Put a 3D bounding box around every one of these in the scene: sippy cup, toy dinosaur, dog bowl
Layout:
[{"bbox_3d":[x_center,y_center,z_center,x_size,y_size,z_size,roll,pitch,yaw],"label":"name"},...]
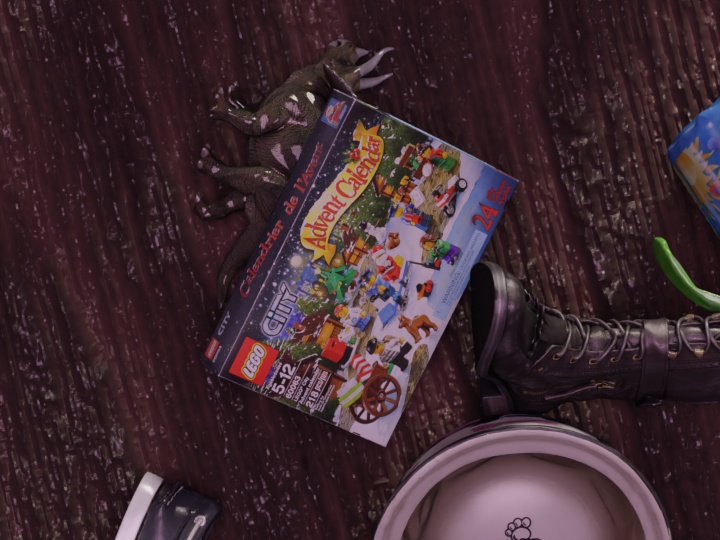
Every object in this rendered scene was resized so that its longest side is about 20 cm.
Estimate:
[{"bbox_3d":[0.276,-0.061,1.722,0.130,0.140,0.178,49,45,9],"label":"sippy cup"},{"bbox_3d":[-0.053,-0.067,1.733,0.102,0.077,0.200,16,88,5],"label":"toy dinosaur"},{"bbox_3d":[0.103,0.183,1.721,0.200,0.074,0.200,-1,108,-2],"label":"dog bowl"}]

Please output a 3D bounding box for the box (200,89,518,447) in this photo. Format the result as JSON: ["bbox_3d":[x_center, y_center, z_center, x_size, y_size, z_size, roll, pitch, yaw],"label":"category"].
[{"bbox_3d":[0.000,0.000,1.722,0.136,0.038,0.200,24,94,-28],"label":"box"}]

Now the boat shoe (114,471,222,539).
[{"bbox_3d":[-0.151,0.236,1.735,0.060,0.076,0.200,20,91,4],"label":"boat shoe"}]

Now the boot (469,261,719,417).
[{"bbox_3d":[0.161,0.043,1.695,0.174,0.200,0.069,-4,67,5],"label":"boot"}]
